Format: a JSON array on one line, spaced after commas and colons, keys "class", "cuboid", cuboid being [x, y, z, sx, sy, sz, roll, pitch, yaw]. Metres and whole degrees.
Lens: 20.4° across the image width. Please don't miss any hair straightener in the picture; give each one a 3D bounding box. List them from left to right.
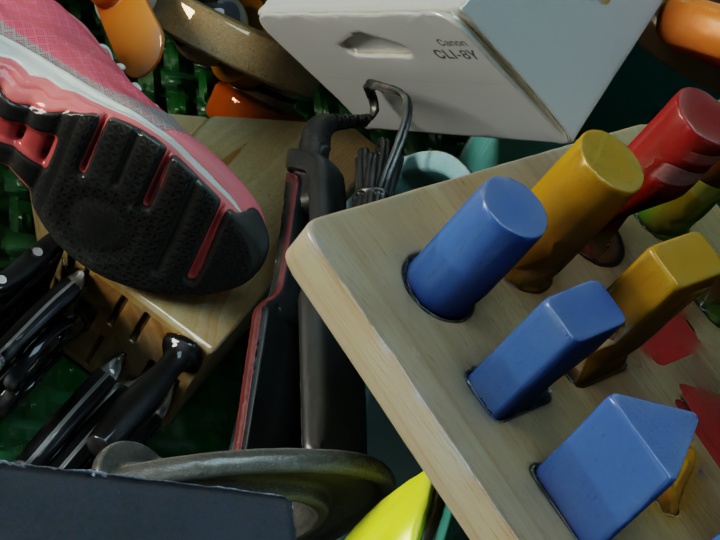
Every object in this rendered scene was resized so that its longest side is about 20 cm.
[{"class": "hair straightener", "cuboid": [0.000, 0.000, 0.764, 0.041, 0.077, 0.200, 45, 39, -35]}]

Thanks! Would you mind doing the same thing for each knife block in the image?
[{"class": "knife block", "cuboid": [-0.074, 0.020, 0.844, 0.200, 0.064, 0.176, 2, 57, -28]}]

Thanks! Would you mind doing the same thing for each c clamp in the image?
[{"class": "c clamp", "cuboid": [-0.091, 0.101, 0.694, 0.171, 0.200, 0.027, 13, 55, -39]}]

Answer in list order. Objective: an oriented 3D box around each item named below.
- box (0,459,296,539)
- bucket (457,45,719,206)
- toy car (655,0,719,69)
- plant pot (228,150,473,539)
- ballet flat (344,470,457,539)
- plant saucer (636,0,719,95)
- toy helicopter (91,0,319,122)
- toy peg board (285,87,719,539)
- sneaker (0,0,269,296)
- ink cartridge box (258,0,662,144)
[{"class": "box", "cuboid": [-0.102, 0.193, 0.611, 0.124, 0.197, 0.200, 8, 54, -23]}, {"class": "bucket", "cuboid": [0.145, -0.041, 0.959, 0.207, 0.135, 0.208, 15, 51, -20]}, {"class": "toy car", "cuboid": [0.199, -0.052, 0.811, 0.150, 0.175, 0.200, -43, 104, -3]}, {"class": "plant pot", "cuboid": [0.074, 0.082, 0.806, 0.196, 0.200, 0.201, 23, 48, -23]}, {"class": "ballet flat", "cuboid": [-0.016, 0.157, 0.664, 0.067, 0.200, 0.067, 12, 11, 7]}, {"class": "plant saucer", "cuboid": [0.183, -0.162, 0.952, 0.200, 0.037, 0.200, 14, 51, -17]}, {"class": "toy helicopter", "cuboid": [-0.107, -0.129, 0.910, 0.200, 0.079, 0.132, 29, 12, 19]}, {"class": "toy peg board", "cuboid": [0.117, 0.024, 0.654, 0.199, 0.098, 0.200, -17, 66, -46]}, {"class": "sneaker", "cuboid": [-0.115, -0.070, 0.798, 0.200, 0.074, 0.087, 33, 40, -5]}, {"class": "ink cartridge box", "cuboid": [0.070, -0.155, 0.835, 0.083, 0.145, 0.200, 45, 70, -30]}]
